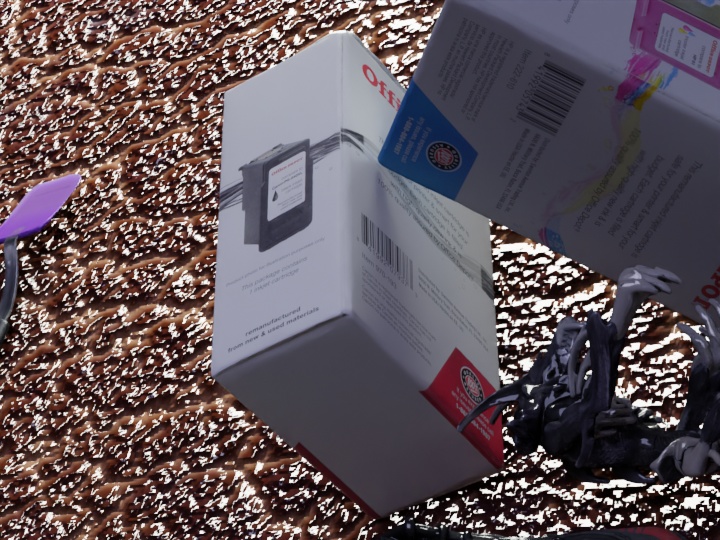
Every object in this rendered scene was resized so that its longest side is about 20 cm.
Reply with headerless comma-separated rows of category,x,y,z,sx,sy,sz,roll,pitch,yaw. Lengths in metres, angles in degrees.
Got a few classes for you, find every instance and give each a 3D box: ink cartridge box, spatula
ink cartridge box,0.000,0.000,1.064,0.083,0.145,0.201,-25,42,24
spatula,-0.219,0.017,1.278,0.056,0.021,0.201,-14,47,38
ink cartridge box,0.127,-0.073,0.991,0.199,0.145,0.085,28,57,1

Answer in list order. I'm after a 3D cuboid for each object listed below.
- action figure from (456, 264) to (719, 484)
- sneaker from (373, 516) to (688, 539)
action figure,0.145,0.053,0.957,0.199,0.119,0.103,9,89,29
sneaker,0.054,0.151,0.935,0.199,0.098,0.071,-18,43,15
